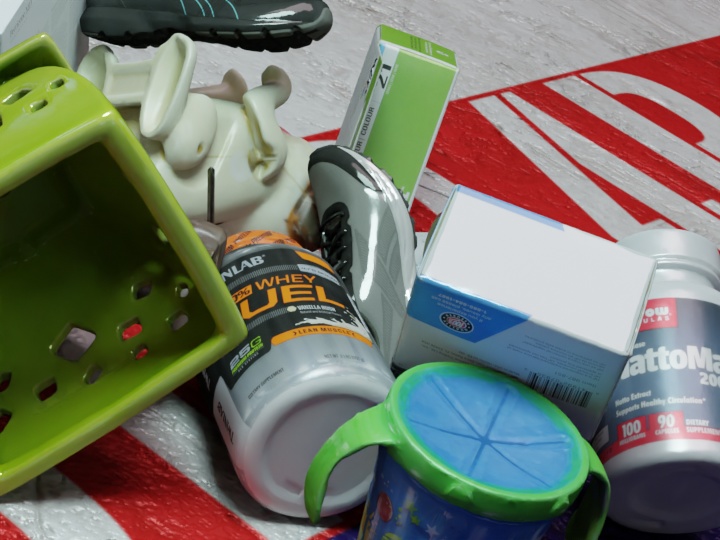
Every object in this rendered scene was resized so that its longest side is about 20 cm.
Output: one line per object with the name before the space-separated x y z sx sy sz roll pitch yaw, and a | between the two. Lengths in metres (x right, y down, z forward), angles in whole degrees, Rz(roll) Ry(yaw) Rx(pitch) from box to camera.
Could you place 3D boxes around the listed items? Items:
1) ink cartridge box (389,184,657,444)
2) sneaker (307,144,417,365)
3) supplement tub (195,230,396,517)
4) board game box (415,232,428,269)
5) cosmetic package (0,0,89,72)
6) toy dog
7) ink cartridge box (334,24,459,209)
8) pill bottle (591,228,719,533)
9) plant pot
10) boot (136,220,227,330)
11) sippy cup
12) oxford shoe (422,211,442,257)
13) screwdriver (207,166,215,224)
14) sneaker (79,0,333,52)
ink cartridge box | 0.100 0.052 1.479 0.144 0.200 0.084 20 56 4
sneaker | 0.000 0.000 1.637 0.079 0.074 0.201 -11 76 -34
supplement tub | -0.050 0.064 1.499 0.122 0.123 0.200 8 28 -25
board game box | 0.110 0.033 1.790 0.199 0.026 0.200 0 33 -37
cosmetic package | -0.249 -0.170 1.617 0.051 0.151 0.200 15 40 5
toy dog | -0.106 -0.073 1.684 0.199 0.195 0.139 20 -23 -40
ink cartridge box | 0.025 -0.109 1.816 0.075 0.149 0.200 19 13 -5
pill bottle | 0.223 0.077 1.601 0.119 0.120 0.201 12 54 -18
plant pot | -0.214 -0.017 1.371 0.199 0.200 0.182 -31 37 -3
boot | -0.163 -0.034 1.537 0.199 0.064 0.187 2 49 29
sippy cup | 0.060 0.149 1.401 0.177 0.131 0.140 28 30 9
oxford shoe | 0.105 0.016 1.710 0.073 0.071 0.200 15 27 -18
screwdriver | -0.107 -0.024 1.567 0.028 0.200 0.029 -7 57 -8
sneaker | -0.116 -0.207 1.653 0.199 0.080 0.075 5 -5 15
